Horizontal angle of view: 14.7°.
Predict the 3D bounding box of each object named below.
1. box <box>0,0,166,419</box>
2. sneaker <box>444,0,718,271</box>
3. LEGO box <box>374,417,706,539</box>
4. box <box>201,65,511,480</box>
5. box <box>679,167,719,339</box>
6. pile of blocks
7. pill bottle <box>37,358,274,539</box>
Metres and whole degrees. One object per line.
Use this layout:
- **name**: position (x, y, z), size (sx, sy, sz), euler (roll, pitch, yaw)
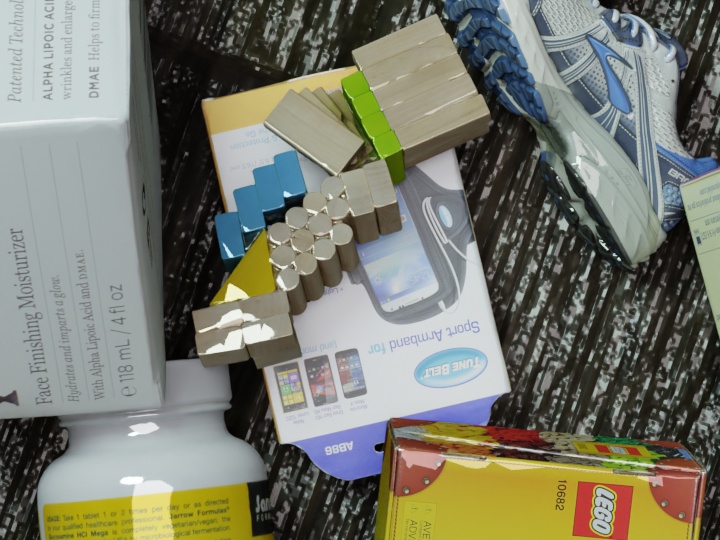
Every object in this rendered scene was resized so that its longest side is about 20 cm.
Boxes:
- **box**: position (-0.162, -0.066, 1.277), size (0.131, 0.199, 0.200), euler (-4, 49, -1)
- **sneaker**: position (0.110, -0.103, 1.375), size (0.085, 0.077, 0.200), euler (-35, 111, -13)
- **LEGO box**: position (0.078, 0.180, 1.347), size (0.149, 0.077, 0.200), euler (6, 96, -3)
- **box**: position (0.000, 0.000, 1.393), size (0.119, 0.041, 0.200), euler (-12, 90, -2)
- **box**: position (0.273, 0.027, 1.346), size (0.176, 0.097, 0.200), euler (-14, 88, -17)
- **pile of blocks**: position (-0.018, -0.034, 1.349), size (0.082, 0.062, 0.200), euler (39, 79, 13)
- **pill bottle**: position (-0.096, 0.145, 1.346), size (0.112, 0.112, 0.200), euler (-6, 87, -1)
